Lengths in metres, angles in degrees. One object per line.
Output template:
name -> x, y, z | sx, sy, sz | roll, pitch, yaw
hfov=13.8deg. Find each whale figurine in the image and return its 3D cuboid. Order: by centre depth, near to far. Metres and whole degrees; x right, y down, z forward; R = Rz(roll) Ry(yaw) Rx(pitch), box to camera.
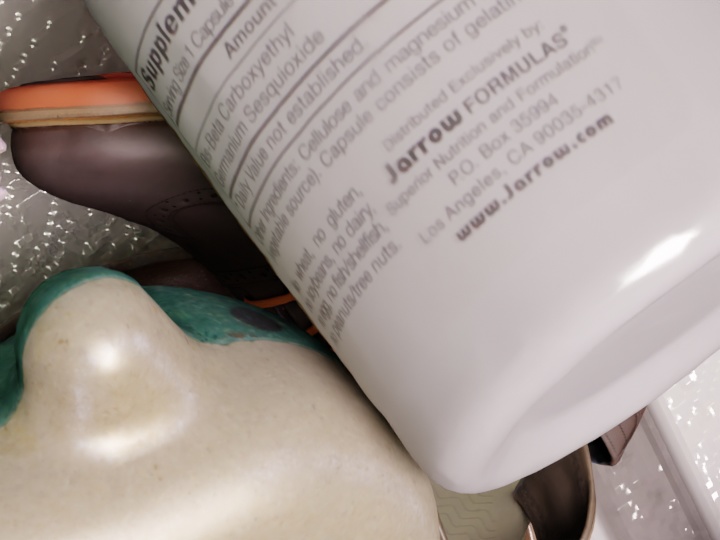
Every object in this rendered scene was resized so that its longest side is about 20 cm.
whale figurine -> -0.082, 0.063, 0.619 | 0.199, 0.104, 0.160 | -1, 121, -35

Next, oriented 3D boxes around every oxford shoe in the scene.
oxford shoe -> 0.000, 0.000, 0.722 | 0.199, 0.071, 0.073 | 16, 82, -31

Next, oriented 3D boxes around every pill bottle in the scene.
pill bottle -> 0.006, -0.064, 0.622 | 0.114, 0.114, 0.200 | -32, 75, -16

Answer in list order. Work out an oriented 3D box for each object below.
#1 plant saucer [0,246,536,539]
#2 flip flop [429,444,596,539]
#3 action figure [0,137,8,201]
plant saucer -> -0.043, 0.094, 0.753 | 0.200, 0.034, 0.201 | 0, 91, -31
flip flop -> 0.027, 0.050, 0.697 | 0.081, 0.058, 0.200 | 21, 108, -29
action figure -> -0.152, -0.079, 0.649 | 0.148, 0.134, 0.200 | -10, 135, 10
